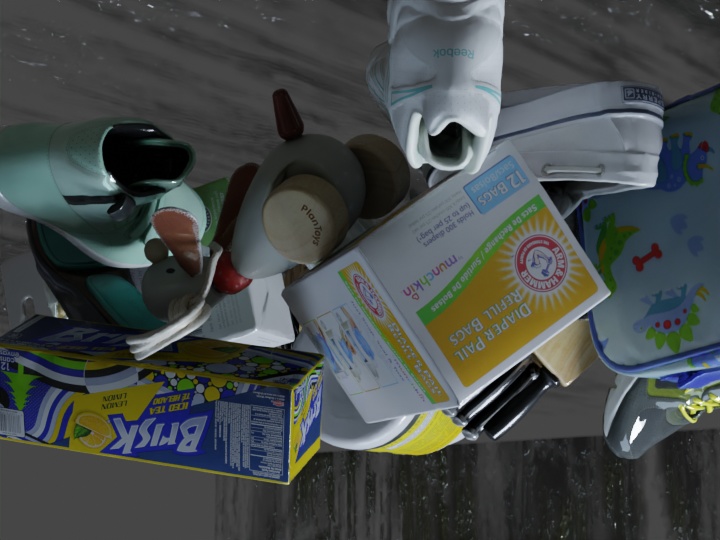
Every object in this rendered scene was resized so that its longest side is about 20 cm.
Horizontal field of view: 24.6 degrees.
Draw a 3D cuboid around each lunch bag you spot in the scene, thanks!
[{"bbox_3d":[0.218,-0.021,0.936,0.082,0.162,0.199,10,158,-43],"label":"lunch bag"}]

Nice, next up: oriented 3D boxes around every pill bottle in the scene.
[{"bbox_3d":[0.030,0.091,1.334,0.113,0.116,0.200,-4,170,22],"label":"pill bottle"}]

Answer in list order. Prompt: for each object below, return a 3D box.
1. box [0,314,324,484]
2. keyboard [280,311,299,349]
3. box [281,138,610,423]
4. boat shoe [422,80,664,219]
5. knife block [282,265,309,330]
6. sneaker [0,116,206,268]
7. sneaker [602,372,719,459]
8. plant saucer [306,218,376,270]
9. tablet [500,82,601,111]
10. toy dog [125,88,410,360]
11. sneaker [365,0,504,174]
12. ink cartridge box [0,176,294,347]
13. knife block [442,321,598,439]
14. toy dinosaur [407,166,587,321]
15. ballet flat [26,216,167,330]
[{"bbox_3d":[-0.126,0.078,1.021,0.198,0.065,0.070,8,-164,14],"label":"box"},{"bbox_3d":[-0.086,0.043,1.284,0.103,0.202,0.040,-1,-149,-9],"label":"keyboard"},{"bbox_3d":[0.042,0.012,0.955,0.112,0.102,0.200,-34,-178,-15],"label":"box"},{"bbox_3d":[0.099,-0.057,0.964,0.073,0.066,0.200,6,169,-27],"label":"boat shoe"},{"bbox_3d":[0.036,0.015,1.421,0.174,0.065,0.200,4,168,-19],"label":"knife block"},{"bbox_3d":[-0.136,-0.046,1.061,0.117,0.075,0.200,-2,168,33],"label":"sneaker"},{"bbox_3d":[0.254,0.067,1.159,0.200,0.085,0.074,-48,147,12],"label":"sneaker"},{"bbox_3d":[0.000,0.000,1.149,0.050,0.201,0.200,-38,169,-4],"label":"plant saucer"},{"bbox_3d":[0.132,-0.083,1.042,0.129,0.014,0.200,-5,167,29],"label":"tablet"},{"bbox_3d":[-0.071,-0.039,0.996,0.199,0.097,0.132,-28,-175,16],"label":"toy dog"},{"bbox_3d":[0.038,-0.085,0.857,0.070,0.081,0.200,-2,171,1],"label":"sneaker"},{"bbox_3d":[-0.158,0.021,1.213,0.198,0.118,0.067,-17,166,19],"label":"ink cartridge box"},{"bbox_3d":[0.149,0.043,1.213,0.198,0.177,0.064,2,-170,-14],"label":"knife block"},{"bbox_3d":[0.129,-0.018,1.104,0.198,0.103,0.077,3,178,-26],"label":"toy dinosaur"},{"bbox_3d":[-0.187,0.019,1.139,0.073,0.073,0.200,9,-152,-40],"label":"ballet flat"}]
